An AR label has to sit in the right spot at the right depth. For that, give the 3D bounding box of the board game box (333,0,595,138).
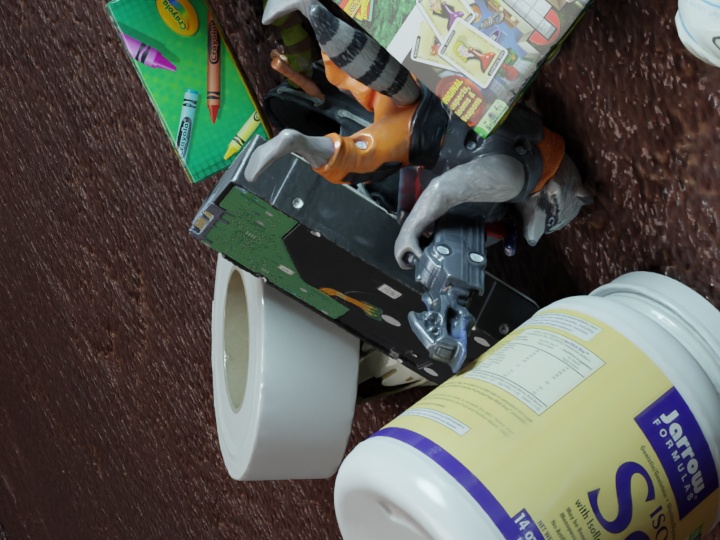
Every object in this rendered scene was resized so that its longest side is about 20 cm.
[{"bbox_3d":[0.074,-0.164,0.658,0.105,0.023,0.201,43,128,9],"label":"board game box"}]

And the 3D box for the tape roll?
[{"bbox_3d":[-0.058,0.049,1.059,0.202,0.070,0.206,180,90,-75],"label":"tape roll"}]

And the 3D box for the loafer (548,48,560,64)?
[{"bbox_3d":[0.073,-0.172,0.709,0.076,0.068,0.202,44,148,34],"label":"loafer"}]

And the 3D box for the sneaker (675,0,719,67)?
[{"bbox_3d":[0.202,-0.081,0.558,0.200,0.071,0.073,39,137,34],"label":"sneaker"}]

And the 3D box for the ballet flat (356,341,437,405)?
[{"bbox_3d":[0.022,0.064,1.029,0.068,0.062,0.200,58,154,5],"label":"ballet flat"}]

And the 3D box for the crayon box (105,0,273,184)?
[{"bbox_3d":[-0.107,-0.128,0.966,0.200,0.058,0.120,-117,1,-82],"label":"crayon box"}]

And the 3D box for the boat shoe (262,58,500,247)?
[{"bbox_3d":[0.009,-0.069,0.922,0.200,0.067,0.072,44,148,35],"label":"boat shoe"}]

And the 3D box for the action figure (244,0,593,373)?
[{"bbox_3d":[0.038,-0.055,0.770,0.105,0.191,0.202,-55,27,38],"label":"action figure"}]

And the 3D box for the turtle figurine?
[{"bbox_3d":[-0.077,-0.209,0.924,0.201,0.064,0.161,54,179,-25],"label":"turtle figurine"}]

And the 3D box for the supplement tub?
[{"bbox_3d":[0.101,0.104,0.752,0.145,0.199,0.146,41,151,29],"label":"supplement tub"}]

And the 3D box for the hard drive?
[{"bbox_3d":[0.000,0.000,0.875,0.198,0.038,0.140,30,161,-9],"label":"hard drive"}]
